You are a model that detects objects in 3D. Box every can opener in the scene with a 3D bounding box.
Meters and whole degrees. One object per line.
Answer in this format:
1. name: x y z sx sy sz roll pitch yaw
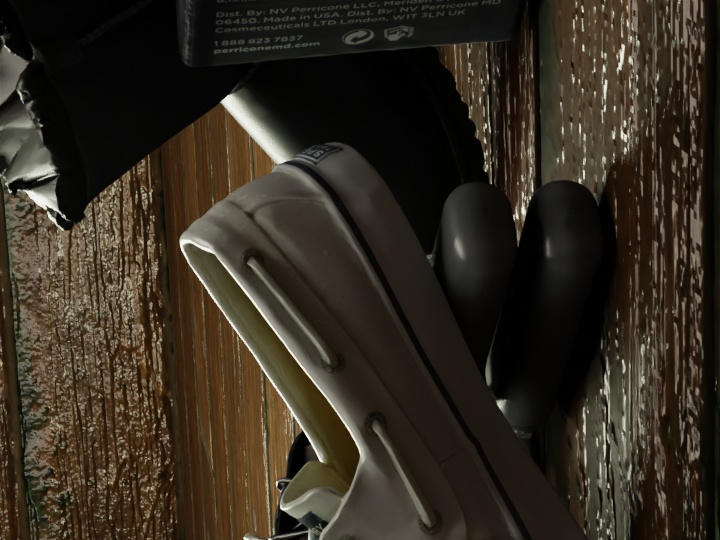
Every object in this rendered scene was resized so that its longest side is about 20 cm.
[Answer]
1. can opener: 0.037 0.025 0.790 0.200 0.053 0.066 101 163 -63

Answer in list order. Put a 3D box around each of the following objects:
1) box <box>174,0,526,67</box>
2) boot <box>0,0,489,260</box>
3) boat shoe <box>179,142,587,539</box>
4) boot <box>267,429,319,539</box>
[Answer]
1. box: -0.006 -0.196 0.740 0.200 0.117 0.197 101 163 -66
2. boot: -0.056 -0.064 0.840 0.073 0.162 0.198 -22 100 48
3. boat shoe: 0.004 0.067 0.715 0.202 0.086 0.075 63 159 -2
4. boot: -0.021 0.109 0.878 0.200 0.075 0.097 -29 -72 -62
